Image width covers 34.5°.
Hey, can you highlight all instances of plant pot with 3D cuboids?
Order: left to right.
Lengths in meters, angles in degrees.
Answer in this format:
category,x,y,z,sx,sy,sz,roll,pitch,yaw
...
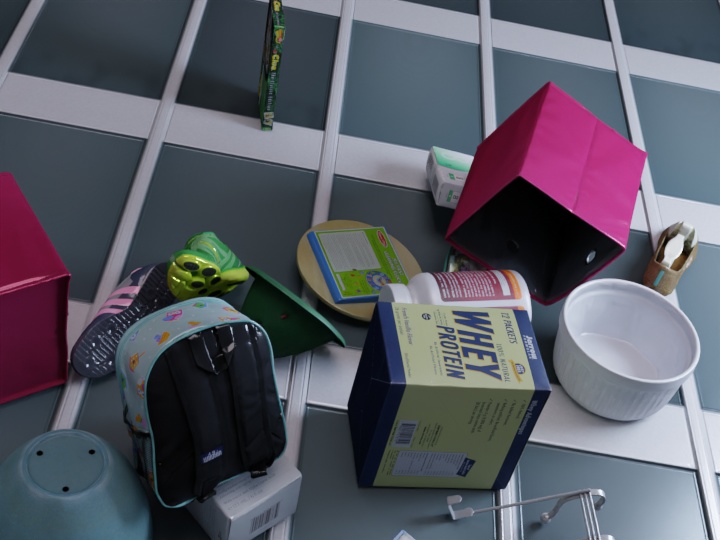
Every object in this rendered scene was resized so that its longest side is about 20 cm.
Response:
category,x,y,z,sx,sy,sz,roll,pitch,yaw
plant pot,-0.325,0.254,1.273,0.198,0.136,0.201,7,42,-7

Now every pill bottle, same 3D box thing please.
category,x,y,z,sx,sy,sz,roll,pitch,yaw
pill bottle,0.130,0.058,1.628,0.198,0.114,0.114,-1,43,-17

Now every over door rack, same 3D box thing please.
category,x,y,z,sx,sy,sz,roll,pitch,yaw
over door rack,0.205,0.340,1.386,0.198,0.067,0.149,-4,42,1

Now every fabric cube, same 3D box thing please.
category,x,y,z,sx,sy,sz,roll,pitch,yaw
fabric cube,-0.483,0.032,1.411,0.195,0.201,0.200,-16,50,-31
fabric cube,0.273,-0.108,1.696,0.199,0.196,0.200,33,51,-12

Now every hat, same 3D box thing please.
category,x,y,z,sx,sy,sz,roll,pitch,yaw
hat,-0.145,0.108,1.548,0.199,0.166,0.177,31,78,42

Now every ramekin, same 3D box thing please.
category,x,y,z,sx,sy,sz,roll,pitch,yaw
ramekin,0.366,0.118,1.634,0.198,0.106,0.201,7,41,-7

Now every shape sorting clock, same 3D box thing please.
category,x,y,z,sx,sy,sz,roll,pitch,yaw
shape sorting clock,0.000,0.000,1.710,0.198,0.039,0.201,10,44,-10

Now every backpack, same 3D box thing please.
category,x,y,z,sx,sy,sz,roll,pitch,yaw
backpack,-0.182,0.130,1.280,0.174,0.202,0.153,-19,35,-25

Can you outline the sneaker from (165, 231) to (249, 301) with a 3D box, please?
category,x,y,z,sx,sy,sz,roll,pitch,yaw
sneaker,-0.220,-0.008,1.573,0.084,0.074,0.200,55,9,10

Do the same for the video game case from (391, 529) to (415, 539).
category,x,y,z,sx,sy,sz,roll,pitch,yaw
video game case,0.075,0.402,1.281,0.199,0.018,0.143,36,63,23

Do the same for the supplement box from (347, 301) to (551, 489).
category,x,y,z,sx,sy,sz,roll,pitch,yaw
supplement box,0.103,0.159,1.444,0.198,0.201,0.135,4,43,-13

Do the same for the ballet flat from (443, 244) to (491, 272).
category,x,y,z,sx,sy,sz,roll,pitch,yaw
ballet flat,0.171,-0.034,1.770,0.070,0.070,0.201,-1,36,14

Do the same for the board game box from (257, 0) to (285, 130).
category,x,y,z,sx,sy,sz,roll,pitch,yaw
board game box,-0.149,-0.345,1.926,0.023,0.201,0.105,0,43,-13

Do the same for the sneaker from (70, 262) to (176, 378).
category,x,y,z,sx,sy,sz,roll,pitch,yaw
sneaker,-0.322,0.069,1.540,0.082,0.070,0.200,-6,34,46

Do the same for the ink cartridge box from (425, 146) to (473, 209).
category,x,y,z,sx,sy,sz,roll,pitch,yaw
ink cartridge box,0.210,-0.132,1.863,0.198,0.051,0.161,11,24,-9

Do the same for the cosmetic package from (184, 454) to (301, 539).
category,x,y,z,sx,sy,sz,roll,pitch,yaw
cosmetic package,-0.173,0.225,1.386,0.112,0.082,0.200,-27,57,-34

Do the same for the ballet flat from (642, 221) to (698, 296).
category,x,y,z,sx,sy,sz,roll,pitch,yaw
ballet flat,0.507,-0.035,1.864,0.067,0.073,0.200,28,43,16
